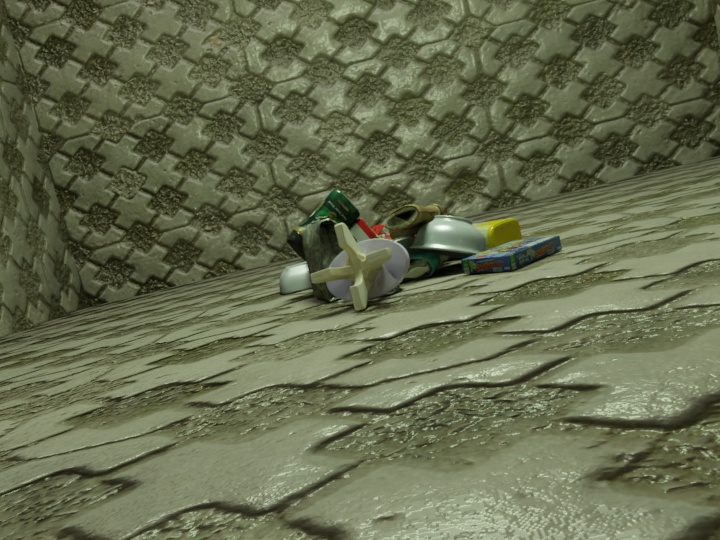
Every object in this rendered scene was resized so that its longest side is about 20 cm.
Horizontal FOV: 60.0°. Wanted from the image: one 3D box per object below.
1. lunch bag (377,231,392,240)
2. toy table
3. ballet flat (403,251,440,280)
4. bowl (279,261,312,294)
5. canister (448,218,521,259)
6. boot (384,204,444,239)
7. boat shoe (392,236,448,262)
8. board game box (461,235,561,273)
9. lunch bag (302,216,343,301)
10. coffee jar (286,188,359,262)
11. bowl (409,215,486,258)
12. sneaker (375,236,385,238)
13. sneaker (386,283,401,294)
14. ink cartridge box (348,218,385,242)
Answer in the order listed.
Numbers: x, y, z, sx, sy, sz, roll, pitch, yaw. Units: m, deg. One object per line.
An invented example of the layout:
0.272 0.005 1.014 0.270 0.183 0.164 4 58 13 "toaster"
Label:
0.118 -0.079 1.961 0.198 0.083 0.175 0 -2 -35 "lunch bag"
-0.004 -0.003 1.324 0.199 0.185 0.117 -31 -17 19 "toy table"
0.098 -0.002 1.531 0.198 0.068 0.070 -13 17 20 "ballet flat"
-0.167 0.012 1.974 0.198 0.076 0.200 -16 5 -8 "bowl"
0.322 -0.088 1.715 0.148 0.088 0.199 -19 9 -41 "canister"
0.110 -0.124 1.589 0.174 0.067 0.199 -30 -7 27 "boot"
0.149 -0.060 1.653 0.198 0.075 0.060 0 28 -35 "boat shoe"
0.342 -0.036 1.408 0.199 0.035 0.135 -18 8 -38 "board game box"
-0.075 -0.035 1.564 0.116 0.202 0.164 -15 5 -16 "lunch bag"
-0.102 -0.118 1.684 0.200 0.104 0.085 -46 9 -7 "coffee jar"
0.225 -0.084 1.544 0.199 0.092 0.201 9 -1 0 "bowl"
0.016 -0.078 1.870 0.075 0.077 0.200 11 11 -35 "sneaker"
0.052 0.004 1.455 0.071 0.073 0.201 27 25 -15 "sneaker"
-0.031 -0.078 1.731 0.200 0.067 0.116 -46 12 -11 "ink cartridge box"
